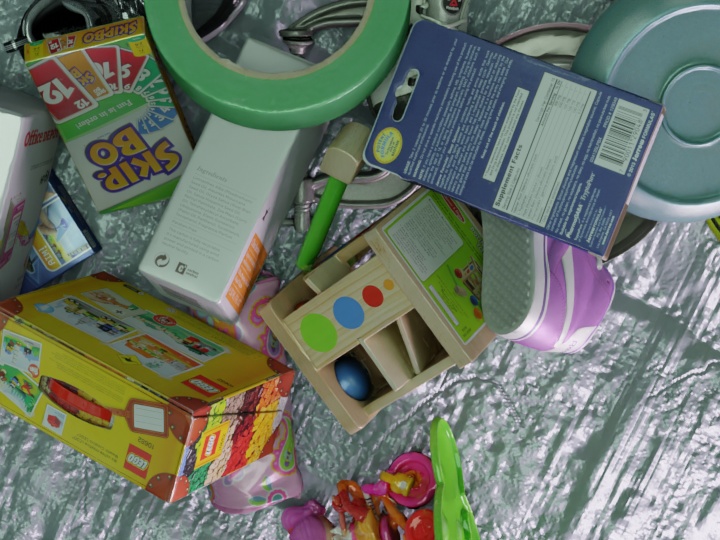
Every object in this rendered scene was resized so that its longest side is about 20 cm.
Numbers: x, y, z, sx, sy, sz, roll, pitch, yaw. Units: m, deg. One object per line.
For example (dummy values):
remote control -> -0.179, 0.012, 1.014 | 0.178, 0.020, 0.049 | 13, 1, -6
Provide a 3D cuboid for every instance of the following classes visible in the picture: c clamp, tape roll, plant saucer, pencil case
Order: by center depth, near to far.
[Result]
tape roll -> -0.061, -0.207, 1.366 | 0.200, 0.048, 0.201 | 0, 77, 1
plant saucer -> 0.255, -0.128, 1.383 | 0.200, 0.027, 0.201 | -3, 110, -8
c clamp -> -0.027, -0.126, 1.493 | 0.170, 0.027, 0.201 | 5, 99, 2
pencil case -> -0.095, 0.100, 1.503 | 0.087, 0.087, 0.201 | -7, 98, 4

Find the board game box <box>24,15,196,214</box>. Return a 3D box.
board game box -> -0.188, -0.114, 1.441 | 0.095, 0.200, 0.030 | -13, 53, 5

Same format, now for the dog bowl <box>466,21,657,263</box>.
dog bowl -> 0.159, -0.100, 1.472 | 0.199, 0.059, 0.201 | 0, 98, 3

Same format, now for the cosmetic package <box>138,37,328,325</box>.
cosmetic package -> -0.093, -0.067, 1.415 | 0.071, 0.101, 0.200 | 23, 82, 8

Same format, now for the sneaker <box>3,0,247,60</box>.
sneaker -> -0.186, -0.201, 1.447 | 0.200, 0.114, 0.076 | -17, 97, 5

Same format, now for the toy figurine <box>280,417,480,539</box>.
toy figurine -> -0.002, 0.235, 1.504 | 0.184, 0.150, 0.201 | -12, 75, 14

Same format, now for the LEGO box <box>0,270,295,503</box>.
LEGO box -> -0.175, 0.085, 1.408 | 0.200, 0.149, 0.077 | 26, 112, 23

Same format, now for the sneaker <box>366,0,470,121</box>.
sneaker -> 0.050, -0.184, 1.411 | 0.074, 0.088, 0.201 | 2, 73, -24

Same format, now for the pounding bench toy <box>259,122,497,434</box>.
pounding bench toy -> 0.000, 0.000, 1.440 | 0.156, 0.124, 0.200 | -33, 95, 36

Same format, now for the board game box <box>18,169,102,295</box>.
board game box -> -0.325, -0.066, 1.511 | 0.135, 0.034, 0.200 | -30, 95, 7

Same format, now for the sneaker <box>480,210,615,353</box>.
sneaker -> 0.153, -0.033, 1.427 | 0.114, 0.073, 0.201 | 18, 75, -40

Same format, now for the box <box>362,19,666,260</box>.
box -> 0.113, -0.100, 1.356 | 0.200, 0.032, 0.121 | 23, 94, 14

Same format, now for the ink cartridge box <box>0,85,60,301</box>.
ink cartridge box -> -0.306, -0.043, 1.422 | 0.084, 0.145, 0.201 | 15, 100, 1

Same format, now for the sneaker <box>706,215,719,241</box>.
sneaker -> 0.352, -0.029, 1.473 | 0.200, 0.074, 0.084 | 40, 85, -5
